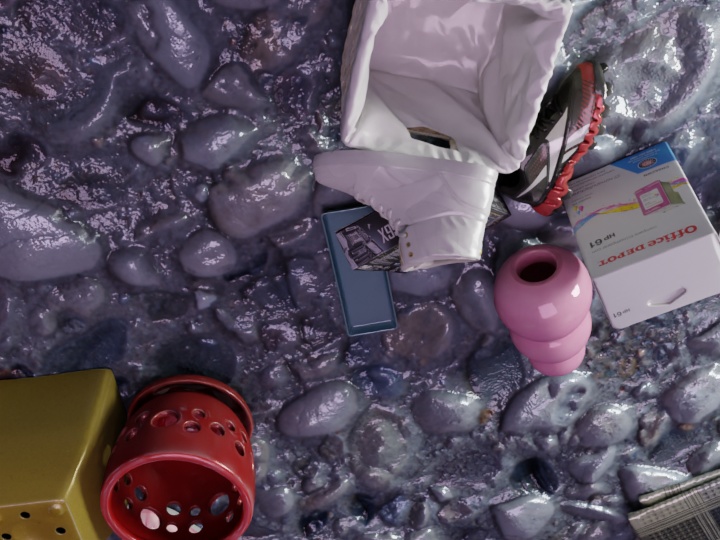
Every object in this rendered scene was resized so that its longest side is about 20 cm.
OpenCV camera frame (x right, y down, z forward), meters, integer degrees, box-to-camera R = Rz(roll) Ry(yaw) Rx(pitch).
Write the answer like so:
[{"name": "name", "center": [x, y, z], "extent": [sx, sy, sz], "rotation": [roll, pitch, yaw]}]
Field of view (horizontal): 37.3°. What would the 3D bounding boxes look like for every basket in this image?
[{"name": "basket", "center": [0.087, -0.233, 1.111], "extent": [0.197, 0.161, 0.201], "rotation": [8, 125, -9]}]

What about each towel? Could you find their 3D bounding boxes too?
[{"name": "towel", "center": [0.536, 0.395, 1.691], "extent": [0.199, 0.035, 0.193], "rotation": [-27, 126, 13]}]

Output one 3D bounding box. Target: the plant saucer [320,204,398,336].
[{"name": "plant saucer", "center": [0.000, 0.000, 1.368], "extent": [0.069, 0.019, 0.201], "rotation": [-9, 127, 3]}]

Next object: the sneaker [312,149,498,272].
[{"name": "sneaker", "center": [0.035, -0.059, 1.104], "extent": [0.198, 0.074, 0.117], "rotation": [8, 86, 19]}]

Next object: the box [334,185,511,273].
[{"name": "box", "center": [0.078, -0.054, 1.234], "extent": [0.157, 0.200, 0.050], "rotation": [-29, 79, 17]}]

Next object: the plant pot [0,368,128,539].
[{"name": "plant pot", "center": [-0.420, 0.279, 1.438], "extent": [0.194, 0.201, 0.195], "rotation": [-7, 127, 1]}]

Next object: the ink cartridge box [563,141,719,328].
[{"name": "ink cartridge box", "center": [0.327, -0.044, 1.240], "extent": [0.144, 0.201, 0.085], "rotation": [-23, 125, 13]}]

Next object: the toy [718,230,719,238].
[{"name": "toy", "center": [0.500, -0.090, 1.313], "extent": [0.114, 0.047, 0.201], "rotation": [-4, 130, -4]}]

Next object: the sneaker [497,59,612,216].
[{"name": "sneaker", "center": [0.217, -0.155, 1.232], "extent": [0.097, 0.071, 0.201], "rotation": [11, 127, -14]}]

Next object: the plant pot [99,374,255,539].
[{"name": "plant pot", "center": [-0.240, 0.253, 1.439], "extent": [0.199, 0.183, 0.202], "rotation": [-2, 128, -2]}]

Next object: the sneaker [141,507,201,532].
[{"name": "sneaker", "center": [-0.287, 0.434, 1.621], "extent": [0.200, 0.105, 0.075], "rotation": [34, 120, -24]}]

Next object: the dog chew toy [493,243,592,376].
[{"name": "dog chew toy", "center": [0.242, 0.061, 1.369], "extent": [0.124, 0.125, 0.201], "rotation": [-15, 134, 8]}]
